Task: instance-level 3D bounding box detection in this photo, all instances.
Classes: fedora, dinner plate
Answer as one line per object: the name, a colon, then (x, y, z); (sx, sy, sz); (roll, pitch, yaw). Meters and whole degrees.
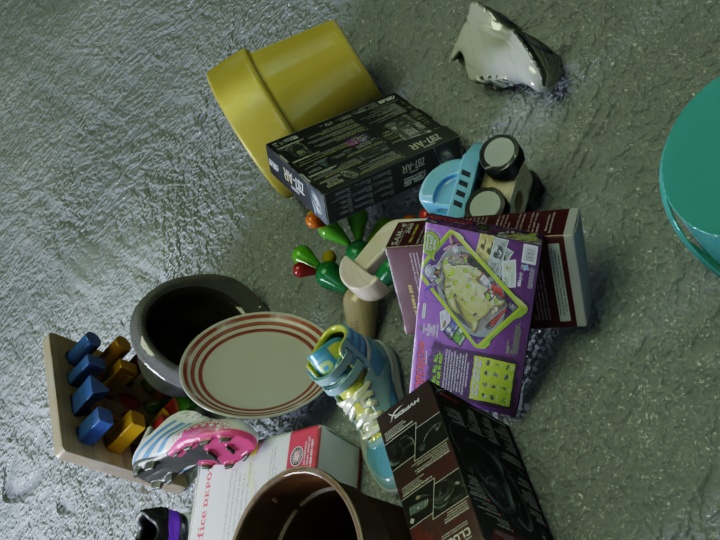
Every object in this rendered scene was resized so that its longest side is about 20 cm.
fedora: (-0.218, 0.100, 1.458); (0.177, 0.199, 0.091); (46, 133, 16)
dinner plate: (-0.125, 0.120, 1.365); (0.196, 0.025, 0.202); (-1, 37, 1)

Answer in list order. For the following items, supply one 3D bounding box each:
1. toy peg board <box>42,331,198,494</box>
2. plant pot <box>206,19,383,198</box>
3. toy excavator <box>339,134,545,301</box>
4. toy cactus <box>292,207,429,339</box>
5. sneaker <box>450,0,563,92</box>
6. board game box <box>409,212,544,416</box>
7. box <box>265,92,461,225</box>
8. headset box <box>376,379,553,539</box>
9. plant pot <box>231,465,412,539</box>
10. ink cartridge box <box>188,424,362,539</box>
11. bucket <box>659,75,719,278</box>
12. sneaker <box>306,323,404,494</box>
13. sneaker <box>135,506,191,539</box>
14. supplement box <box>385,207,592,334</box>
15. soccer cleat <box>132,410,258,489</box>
toy peg board: (-0.301, 0.164, 1.452); (0.098, 0.198, 0.201); (-43, 44, 20)
plant pot: (-0.078, -0.233, 1.490); (0.187, 0.201, 0.202); (-32, 46, 6)
toy excavator: (0.089, -0.052, 1.247); (0.197, 0.100, 0.197); (6, 69, 32)
toy cactus: (0.000, 0.000, 1.341); (0.197, 0.102, 0.168); (-5, 79, 18)
sneaker: (0.178, -0.255, 1.346); (0.088, 0.074, 0.200); (-59, 33, 17)
board game box: (0.116, 0.047, 1.120); (0.118, 0.203, 0.032); (10, 29, 10)
box: (0.003, -0.145, 1.374); (0.198, 0.044, 0.160); (-25, 39, -20)
headset box: (0.109, 0.226, 1.059); (0.077, 0.148, 0.202); (-37, 46, 22)
plant pot: (0.003, 0.307, 1.065); (0.199, 0.197, 0.204); (-21, 59, 41)
ink cartridge box: (-0.101, 0.277, 1.280); (0.198, 0.085, 0.150); (-20, 52, 37)
bucket: (0.377, -0.081, 0.988); (0.205, 0.134, 0.210); (-24, 51, 32)
sneaker: (-0.004, 0.148, 1.228); (0.079, 0.130, 0.202); (-36, 46, 20)
sneaker: (-0.267, 0.390, 1.363); (0.069, 0.099, 0.203); (-19, 54, 38)
supplement box: (0.134, 0.003, 1.144); (0.197, 0.110, 0.061); (-3, 29, 20)
soccer cleat: (-0.199, 0.196, 1.317); (0.198, 0.070, 0.087); (-22, 42, 33)
